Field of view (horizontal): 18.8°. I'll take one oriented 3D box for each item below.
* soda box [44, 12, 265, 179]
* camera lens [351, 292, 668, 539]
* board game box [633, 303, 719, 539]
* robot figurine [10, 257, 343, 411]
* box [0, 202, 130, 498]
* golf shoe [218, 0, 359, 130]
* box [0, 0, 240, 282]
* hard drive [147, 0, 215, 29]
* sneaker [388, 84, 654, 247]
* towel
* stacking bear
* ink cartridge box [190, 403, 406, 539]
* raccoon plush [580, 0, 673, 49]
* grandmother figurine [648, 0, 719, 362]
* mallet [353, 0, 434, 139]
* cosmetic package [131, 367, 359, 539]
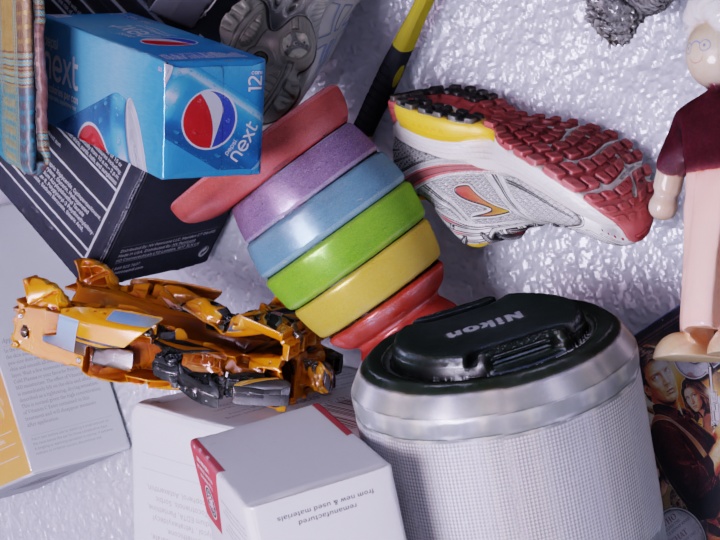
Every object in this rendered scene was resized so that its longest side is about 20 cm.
[{"bbox_3d":[-0.127,-0.106,1.279,0.200,0.064,0.068,26,117,58],"label":"soda box"},{"bbox_3d":[0.086,0.124,1.210,0.159,0.160,0.201,3,110,43],"label":"camera lens"},{"bbox_3d":[0.221,0.073,1.214,0.200,0.035,0.136,-39,71,40],"label":"board game box"},{"bbox_3d":[-0.108,0.041,1.362,0.199,0.145,0.059,10,104,17],"label":"robot figurine"},{"bbox_3d":[-0.272,0.063,1.629,0.124,0.097,0.201,-25,80,43],"label":"box"},{"bbox_3d":[-0.033,-0.175,1.356,0.078,0.097,0.201,31,81,6],"label":"golf shoe"},{"bbox_3d":[-0.163,-0.132,1.472,0.200,0.123,0.199,47,127,24],"label":"box"},{"bbox_3d":[-0.085,-0.266,1.366,0.140,0.038,0.201,-49,31,37],"label":"hard drive"},{"bbox_3d":[0.096,-0.050,1.289,0.200,0.078,0.083,25,121,46],"label":"sneaker"},{"bbox_3d":[-0.211,-0.136,1.347,0.200,0.022,0.148,-157,65,-73],"label":"towel"},{"bbox_3d":[0.000,0.000,1.307,0.200,0.121,0.114,54,153,-2],"label":"stacking bear"},{"bbox_3d":[-0.020,0.191,1.191,0.147,0.082,0.201,-148,44,-71],"label":"ink cartridge box"},{"bbox_3d":[0.091,-0.196,1.183,0.097,0.199,0.135,123,142,-53],"label":"raccoon plush"},{"bbox_3d":[0.197,-0.054,1.169,0.121,0.060,0.201,-7,79,42],"label":"grandmother figurine"},{"bbox_3d":[0.022,-0.143,1.337,0.041,0.066,0.200,50,128,26],"label":"mallet"},{"bbox_3d":[-0.031,0.178,1.378,0.166,0.167,0.201,9,104,42],"label":"cosmetic package"}]
